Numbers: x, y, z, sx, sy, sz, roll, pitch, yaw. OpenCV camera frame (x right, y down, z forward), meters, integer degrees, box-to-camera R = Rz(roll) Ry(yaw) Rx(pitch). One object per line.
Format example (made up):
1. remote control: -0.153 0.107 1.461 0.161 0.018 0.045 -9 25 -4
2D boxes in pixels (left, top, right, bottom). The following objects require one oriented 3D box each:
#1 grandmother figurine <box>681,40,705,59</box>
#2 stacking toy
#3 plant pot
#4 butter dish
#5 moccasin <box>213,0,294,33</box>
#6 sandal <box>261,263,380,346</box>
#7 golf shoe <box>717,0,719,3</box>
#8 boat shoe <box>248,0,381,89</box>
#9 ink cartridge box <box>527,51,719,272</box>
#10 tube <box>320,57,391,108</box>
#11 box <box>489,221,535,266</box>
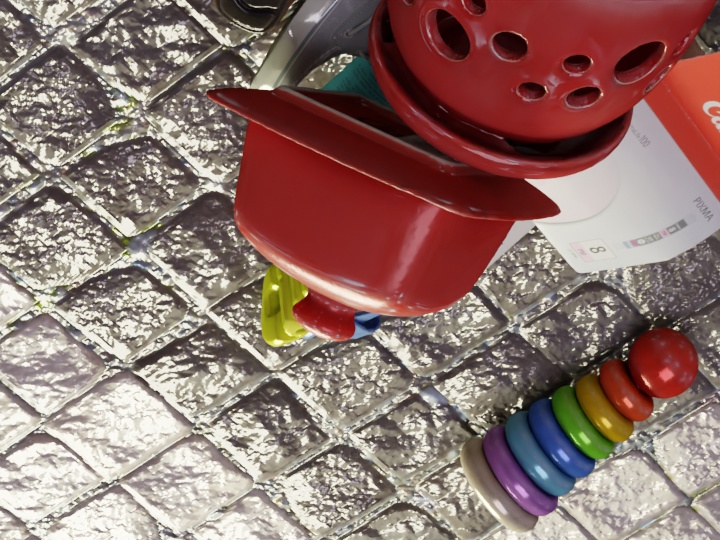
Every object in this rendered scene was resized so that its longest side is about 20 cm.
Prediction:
1. grandmother figurine: 0.190 -0.163 1.622 0.060 0.121 0.200 4 134 47
2. stacking toy: 0.177 0.115 1.847 0.200 0.085 0.085 -38 123 15
3. plant pot: 0.105 -0.170 1.458 0.200 0.201 0.183 12 135 -15
4. butter dish: 0.000 -0.026 1.542 0.199 0.200 0.148 25 100 20
5. moccasin: -0.027 -0.242 1.541 0.073 0.078 0.202 25 127 -6
6. sandal: 0.000 0.000 1.709 0.087 0.080 0.200 6 161 -23
7. golf shoe: 0.298 -0.242 1.569 0.199 0.073 0.092 -20 130 1
8. boat shoe: 0.004 -0.175 1.585 0.071 0.070 0.201 39 115 -7
9. ink cartridge box: 0.199 -0.070 1.614 0.199 0.057 0.163 -6 144 35
10. tube: 0.023 -0.131 1.647 0.077 0.050 0.200 46 119 1
11. box: 0.090 -0.078 1.700 0.119 0.042 0.200 33 117 -28
